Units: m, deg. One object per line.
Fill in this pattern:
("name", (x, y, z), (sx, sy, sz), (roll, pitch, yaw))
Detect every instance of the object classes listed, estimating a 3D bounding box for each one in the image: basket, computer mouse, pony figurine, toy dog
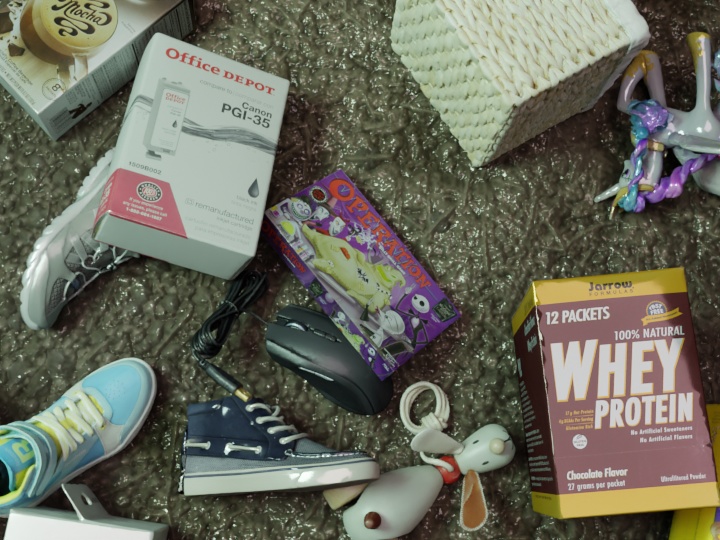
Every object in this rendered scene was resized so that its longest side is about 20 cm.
("basket", (0.149, -0.239, 0.963), (0.161, 0.200, 0.198), (-32, 82, -9))
("computer mouse", (-0.062, 0.083, 0.918), (0.200, 0.046, 0.140), (37, 47, 3))
("pony figurine", (0.353, -0.143, 1.002), (0.193, 0.166, 0.200), (6, 79, 29))
("toy dog", (0.057, 0.204, 0.907), (0.132, 0.096, 0.200), (40, 77, 3))

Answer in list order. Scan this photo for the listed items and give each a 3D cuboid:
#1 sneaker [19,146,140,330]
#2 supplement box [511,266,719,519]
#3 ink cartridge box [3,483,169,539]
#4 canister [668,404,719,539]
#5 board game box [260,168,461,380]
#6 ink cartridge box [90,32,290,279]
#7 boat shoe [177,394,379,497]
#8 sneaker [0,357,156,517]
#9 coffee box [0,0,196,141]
("sneaker", (-0.260, -0.025, 0.935), (0.082, 0.075, 0.200), (28, 76, 3))
("supplement box", (0.224, 0.119, 0.883), (0.133, 0.197, 0.200), (-5, 77, 3))
("ink cartridge box", (-0.249, 0.293, 0.840), (0.125, 0.129, 0.200), (10, 77, -4))
("canister", (0.370, 0.245, 0.922), (0.148, 0.087, 0.200), (24, 73, -23))
("board game box", (0.000, 0.000, 0.956), (0.200, 0.032, 0.120), (50, 45, 6))
("ink cartridge box", (-0.163, -0.111, 0.929), (0.146, 0.083, 0.200), (17, 66, -19))
("boat shoe", (-0.080, 0.159, 0.890), (0.200, 0.075, 0.093), (-7, 74, 17))
("sneaker", (-0.273, 0.150, 0.868), (0.200, 0.131, 0.080), (-43, 83, -13))
("coffee box", (-0.280, -0.246, 0.980), (0.200, 0.080, 0.113), (-43, 84, -12))
